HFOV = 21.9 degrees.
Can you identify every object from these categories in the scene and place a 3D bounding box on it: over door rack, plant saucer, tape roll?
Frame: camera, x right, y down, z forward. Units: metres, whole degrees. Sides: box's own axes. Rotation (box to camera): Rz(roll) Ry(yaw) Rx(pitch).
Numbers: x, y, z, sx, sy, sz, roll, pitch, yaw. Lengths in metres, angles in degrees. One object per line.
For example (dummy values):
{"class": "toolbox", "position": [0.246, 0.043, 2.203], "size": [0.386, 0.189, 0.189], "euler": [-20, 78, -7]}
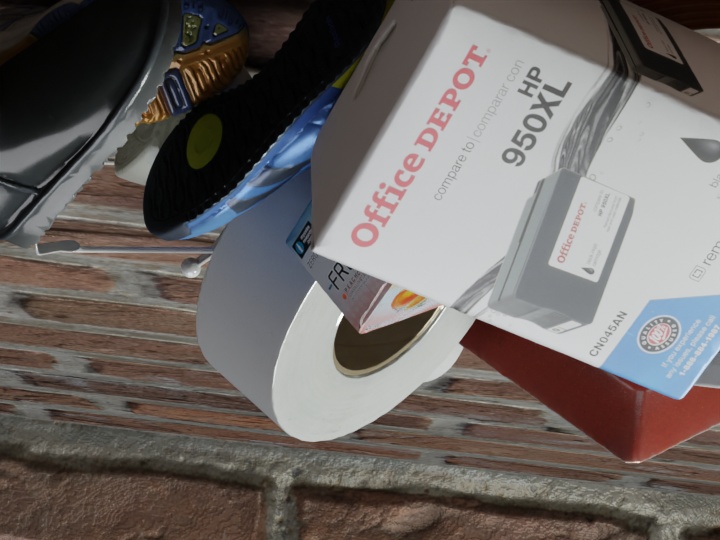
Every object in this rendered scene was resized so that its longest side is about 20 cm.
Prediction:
{"class": "over door rack", "position": [-0.126, -0.030, 1.187], "size": [0.199, 0.067, 0.148], "euler": [11, -156, -22]}
{"class": "plant saucer", "position": [0.171, 0.031, 1.216], "size": [0.200, 0.037, 0.199], "euler": [-19, -139, -38]}
{"class": "tape roll", "position": [0.000, 0.000, 1.092], "size": [0.071, 0.203, 0.202], "euler": [40, -175, 28]}

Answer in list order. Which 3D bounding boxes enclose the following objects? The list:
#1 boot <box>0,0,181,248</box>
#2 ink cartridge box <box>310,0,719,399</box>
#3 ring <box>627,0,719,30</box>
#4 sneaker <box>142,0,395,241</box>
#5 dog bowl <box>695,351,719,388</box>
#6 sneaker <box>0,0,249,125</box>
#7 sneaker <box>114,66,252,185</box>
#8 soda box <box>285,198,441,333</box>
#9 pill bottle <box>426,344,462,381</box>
{"class": "boot", "position": [-0.205, -0.103, 0.865], "size": [0.200, 0.066, 0.165], "euler": [24, 117, -31]}
{"class": "ink cartridge box", "position": [0.094, -0.047, 0.850], "size": [0.200, 0.084, 0.145], "euler": [22, 122, -15]}
{"class": "ring", "position": [0.185, -0.075, 0.921], "size": [0.200, 0.019, 0.201], "euler": [12, 150, 7]}
{"class": "sneaker", "position": [-0.028, -0.070, 0.935], "size": [0.078, 0.066, 0.200], "euler": [20, 132, -42]}
{"class": "dog bowl", "position": [0.252, 0.007, 1.098], "size": [0.199, 0.079, 0.200], "euler": [-6, -168, 1]}
{"class": "sneaker", "position": [-0.155, -0.118, 0.974], "size": [0.199, 0.075, 0.088], "euler": [-10, -150, 6]}
{"class": "sneaker", "position": [-0.065, -0.073, 1.078], "size": [0.111, 0.077, 0.200], "euler": [15, 169, -20]}
{"class": "soda box", "position": [0.059, -0.032, 0.984], "size": [0.200, 0.068, 0.064], "euler": [-18, 151, -46]}
{"class": "pill bottle", "position": [-0.012, 0.024, 1.439], "size": [0.109, 0.110, 0.200], "euler": [-4, 164, 43]}
